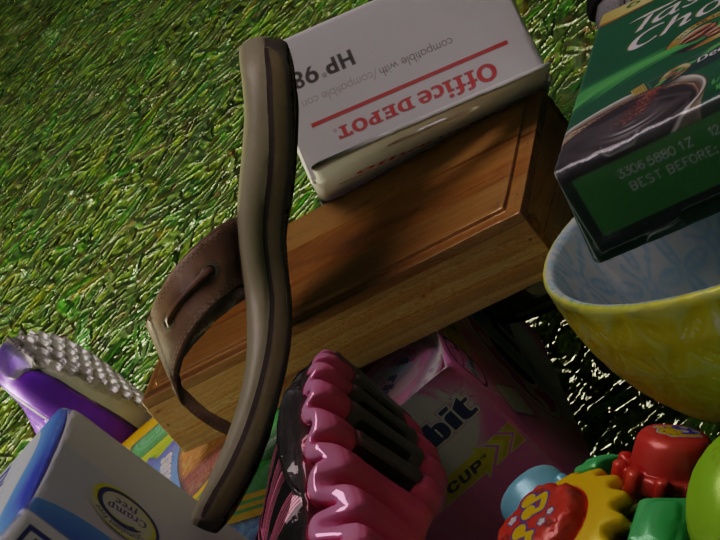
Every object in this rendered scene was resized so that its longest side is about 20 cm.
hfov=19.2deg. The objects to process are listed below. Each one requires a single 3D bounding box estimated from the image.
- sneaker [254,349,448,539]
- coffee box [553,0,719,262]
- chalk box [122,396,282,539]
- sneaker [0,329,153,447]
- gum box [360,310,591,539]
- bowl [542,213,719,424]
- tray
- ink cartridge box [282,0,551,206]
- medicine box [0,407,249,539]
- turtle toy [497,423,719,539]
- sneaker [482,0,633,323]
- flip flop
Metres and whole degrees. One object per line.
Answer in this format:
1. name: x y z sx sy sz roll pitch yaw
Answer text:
1. sneaker: -0.020 0.110 0.784 0.095 0.079 0.200 -39 26 23
2. coffee box: 0.144 -0.079 0.826 0.123 0.044 0.200 -24 16 22
3. chalk box: -0.067 0.142 0.996 0.200 0.124 0.125 -41 23 11
4. sneaker: -0.128 0.112 1.081 0.100 0.200 0.070 -51 43 -5
5. gum box: 0.039 0.053 0.972 0.066 0.113 0.200 -41 22 12
6. bowl: 0.178 0.003 0.791 0.200 0.108 0.200 -27 15 8
7. tray: 0.000 0.000 0.927 0.200 0.037 0.099 -28 25 27
8. ink cartridge box: 0.021 -0.083 0.981 0.116 0.067 0.200 -24 -6 -1
9. medicine box: -0.115 0.194 0.863 0.200 0.182 0.103 -48 13 15
10. turtle toy: 0.109 0.112 0.758 0.200 0.101 0.146 -26 30 41
11. sneaker: 0.119 -0.067 0.984 0.200 0.116 0.075 -32 -7 -5
12. flip flop: -0.056 0.004 0.853 0.081 0.057 0.201 122 151 -83
